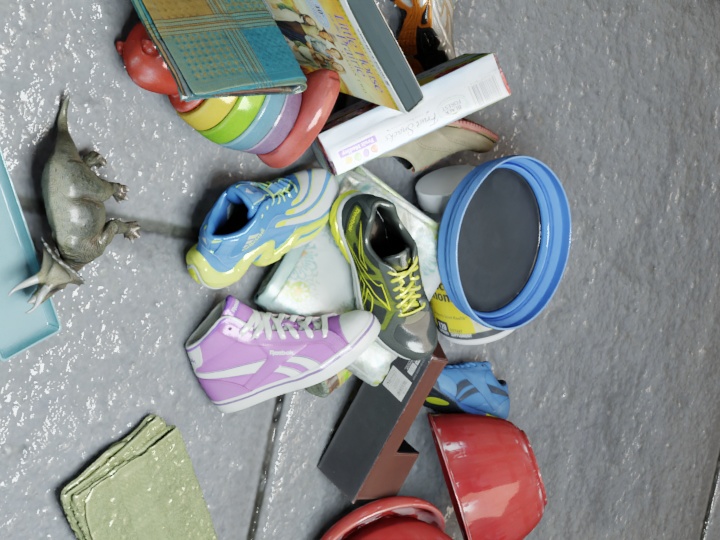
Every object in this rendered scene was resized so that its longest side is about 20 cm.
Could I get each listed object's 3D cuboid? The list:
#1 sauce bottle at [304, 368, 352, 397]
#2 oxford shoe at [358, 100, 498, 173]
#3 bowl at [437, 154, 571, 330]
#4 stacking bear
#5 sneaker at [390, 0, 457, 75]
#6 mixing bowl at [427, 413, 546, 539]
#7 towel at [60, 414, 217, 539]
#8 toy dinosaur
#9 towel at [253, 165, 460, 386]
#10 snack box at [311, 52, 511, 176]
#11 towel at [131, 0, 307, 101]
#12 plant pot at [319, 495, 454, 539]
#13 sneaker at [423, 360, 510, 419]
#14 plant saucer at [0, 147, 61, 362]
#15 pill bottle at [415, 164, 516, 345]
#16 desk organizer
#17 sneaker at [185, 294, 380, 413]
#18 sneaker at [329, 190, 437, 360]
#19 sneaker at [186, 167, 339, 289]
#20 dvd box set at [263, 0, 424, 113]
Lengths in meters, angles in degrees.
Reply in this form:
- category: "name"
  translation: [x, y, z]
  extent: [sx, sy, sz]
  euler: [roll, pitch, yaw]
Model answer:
- category: "sauce bottle"
  translation: [0.004, 0.061, 1.540]
  extent: [0.200, 0.065, 0.065]
  euler: [-43, 127, -26]
- category: "oxford shoe"
  translation: [0.074, -0.150, 1.558]
  extent: [0.200, 0.070, 0.075]
  euler: [6, 100, -34]
- category: "bowl"
  translation: [0.164, -0.033, 1.530]
  extent: [0.201, 0.039, 0.201]
  euler: [-10, 105, -42]
- category: "stacking bear"
  translation: [-0.141, -0.187, 1.315]
  extent: [0.200, 0.121, 0.114]
  euler: [24, 87, -36]
- category: "sneaker"
  translation: [0.087, -0.295, 1.528]
  extent: [0.092, 0.076, 0.200]
  euler: [-41, 127, -35]
- category: "mixing bowl"
  translation: [0.161, 0.255, 1.628]
  extent: [0.108, 0.200, 0.200]
  euler: [-16, 116, -1]
- category: "towel"
  translation: [-0.225, 0.263, 1.393]
  extent: [0.148, 0.036, 0.200]
  euler: [-37, 123, -33]
- category: "toy dinosaur"
  translation: [-0.260, -0.062, 1.238]
  extent: [0.102, 0.077, 0.200]
  euler: [-17, 113, -68]
- category: "towel"
  translation: [0.000, 0.000, 1.482]
  extent: [0.171, 0.048, 0.200]
  euler: [35, 74, -11]
- category: "snack box"
  translation: [0.046, -0.167, 1.410]
  extent: [0.200, 0.142, 0.053]
  euler: [-25, 100, -4]
- category: "towel"
  translation: [-0.147, -0.243, 1.263]
  extent: [0.147, 0.022, 0.200]
  euler: [-12, 64, -41]
- category: "plant pot"
  translation: [0.043, 0.379, 1.547]
  extent: [0.200, 0.183, 0.200]
  euler: [-19, 138, -18]
- category: "sneaker"
  translation: [0.120, 0.140, 1.679]
  extent: [0.200, 0.066, 0.078]
  euler: [29, 68, -44]
- category: "plant saucer"
  translation: [-0.335, -0.018, 1.229]
  extent: [0.070, 0.019, 0.200]
  euler: [-31, 121, -35]
- category: "pill bottle"
  translation: [0.126, -0.020, 1.604]
  extent: [0.112, 0.112, 0.200]
  euler: [-35, 122, -33]
- category: "desk organizer"
  translation: [0.039, 0.169, 1.555]
  extent: [0.077, 0.072, 0.200]
  euler: [11, 112, -48]
- category: "sneaker"
  translation: [-0.086, 0.066, 1.395]
  extent: [0.200, 0.073, 0.114]
  euler: [-24, 113, 5]
- category: "sneaker"
  translation: [0.031, 0.009, 1.419]
  extent: [0.074, 0.085, 0.200]
  euler: [-32, 102, -21]
- category: "sneaker"
  translation: [-0.092, -0.060, 1.384]
  extent: [0.200, 0.076, 0.105]
  euler: [-41, 165, -28]
- category: "dvd box set"
  translation: [-0.032, -0.237, 1.335]
  extent: [0.029, 0.200, 0.146]
  euler: [-44, 128, -15]
